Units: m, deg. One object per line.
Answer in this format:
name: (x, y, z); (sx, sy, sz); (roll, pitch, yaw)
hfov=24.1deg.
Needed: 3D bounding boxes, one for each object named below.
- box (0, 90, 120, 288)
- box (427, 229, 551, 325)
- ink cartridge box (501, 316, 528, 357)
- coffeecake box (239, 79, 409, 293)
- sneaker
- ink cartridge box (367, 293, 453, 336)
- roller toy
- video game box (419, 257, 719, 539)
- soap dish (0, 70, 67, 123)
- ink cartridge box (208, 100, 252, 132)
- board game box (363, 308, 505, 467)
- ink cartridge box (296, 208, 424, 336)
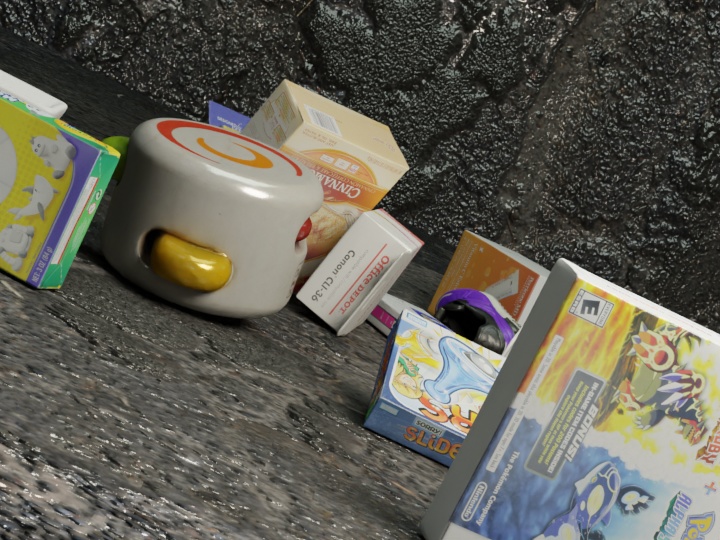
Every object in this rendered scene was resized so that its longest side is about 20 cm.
box: (-0.294, -0.082, 1.272); (0.199, 0.118, 0.048); (27, 5, 13)
box: (0.192, 0.045, 2.197); (0.097, 0.125, 0.200); (22, 7, -31)
ink cartridge box: (0.223, 0.121, 1.502); (0.199, 0.145, 0.084); (30, -10, 34)
coffeecake box: (-0.074, -0.085, 1.780); (0.153, 0.200, 0.073); (20, 33, -40)
sneaker: (0.127, 0.060, 2.056); (0.099, 0.070, 0.200); (20, 8, -29)
ink cartridge box: (0.069, 0.071, 1.884); (0.094, 0.037, 0.200); (24, 4, -27)
roller toy: (-0.132, -0.041, 1.495); (0.182, 0.141, 0.200); (6, 20, -41)
video game box: (0.162, 0.120, 1.075); (0.181, 0.201, 0.047); (23, 10, -18)
soap dish: (-0.409, -0.175, 1.754); (0.199, 0.082, 0.157); (25, 6, -7)
ink cartridge box: (-0.092, -0.092, 1.974); (0.197, 0.201, 0.047); (21, -35, -32)
board game box: (0.107, 0.120, 1.379); (0.199, 0.035, 0.136); (25, 32, -5)
ink cartridge box: (0.000, 0.000, 1.763); (0.067, 0.117, 0.200); (39, 6, 3)
